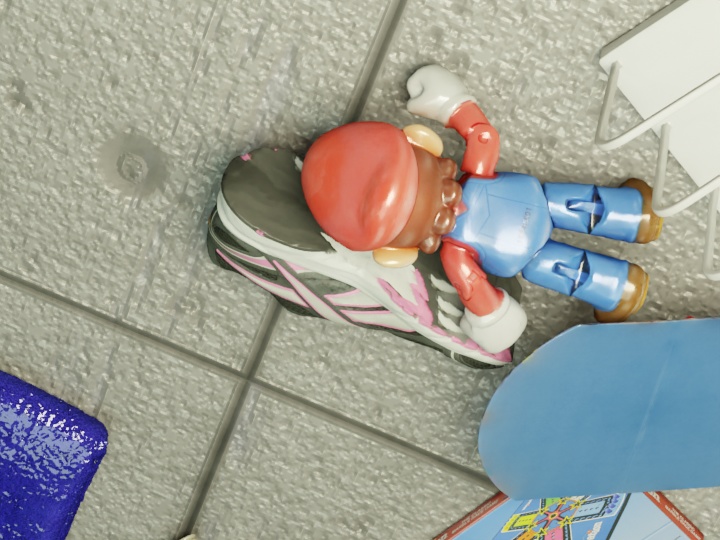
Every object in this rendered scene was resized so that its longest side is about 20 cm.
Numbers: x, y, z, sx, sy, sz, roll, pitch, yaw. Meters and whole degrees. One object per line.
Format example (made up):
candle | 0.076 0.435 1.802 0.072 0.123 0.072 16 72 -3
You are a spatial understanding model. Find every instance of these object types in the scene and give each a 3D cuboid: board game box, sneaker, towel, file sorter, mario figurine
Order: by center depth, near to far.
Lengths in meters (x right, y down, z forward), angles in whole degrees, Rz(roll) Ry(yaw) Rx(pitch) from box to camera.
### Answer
file sorter | 0.234 -0.052 1.215 0.139 0.125 0.200 -32 108 27
mario figurine | 0.062 -0.035 1.289 0.199 0.124 0.106 16 141 -10
board game box | 0.162 0.067 1.339 0.199 0.039 0.158 -3 138 -13
sneaker | 0.000 0.000 1.345 0.199 0.081 0.086 30 146 -7
board game box | 0.108 0.187 1.452 0.103 0.019 0.200 43 121 -14
towel | -0.273 0.117 1.485 0.199 0.050 0.148 25 124 -2

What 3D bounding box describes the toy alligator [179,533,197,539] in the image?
toy alligator | -0.183 0.241 1.506 0.199 0.059 0.054 -28 81 8
